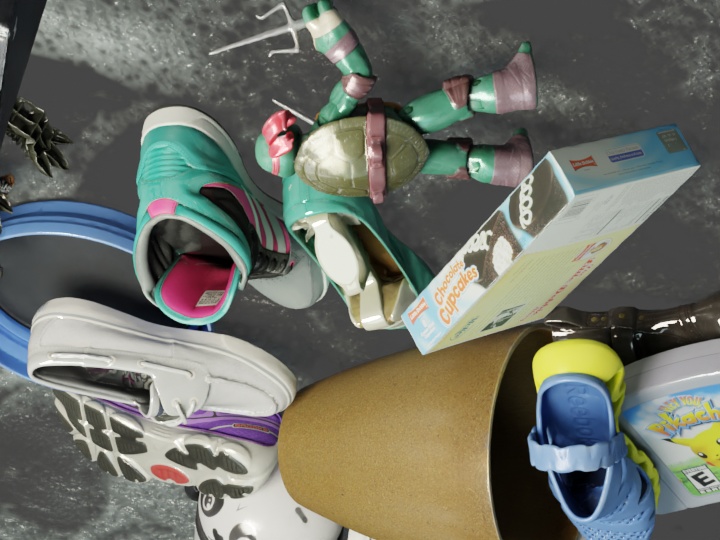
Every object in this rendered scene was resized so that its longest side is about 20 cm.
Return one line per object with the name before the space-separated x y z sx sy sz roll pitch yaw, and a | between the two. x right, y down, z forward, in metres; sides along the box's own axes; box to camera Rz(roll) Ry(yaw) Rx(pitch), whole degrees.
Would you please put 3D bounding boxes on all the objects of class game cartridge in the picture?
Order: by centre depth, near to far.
game cartridge | 0.250 0.106 1.285 0.200 0.041 0.133 -20 123 35

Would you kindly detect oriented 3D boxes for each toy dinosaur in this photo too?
toy dinosaur | -0.283 -0.071 1.222 0.135 0.102 0.200 2 147 31

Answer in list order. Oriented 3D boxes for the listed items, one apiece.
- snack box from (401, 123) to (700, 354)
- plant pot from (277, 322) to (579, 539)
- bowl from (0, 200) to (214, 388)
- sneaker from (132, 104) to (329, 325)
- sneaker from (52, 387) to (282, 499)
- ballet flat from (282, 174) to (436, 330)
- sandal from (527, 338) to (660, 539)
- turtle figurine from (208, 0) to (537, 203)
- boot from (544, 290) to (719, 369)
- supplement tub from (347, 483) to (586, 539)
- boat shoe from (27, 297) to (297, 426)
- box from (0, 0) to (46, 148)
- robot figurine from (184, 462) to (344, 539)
snack box | 0.121 -0.018 1.205 0.116 0.037 0.200 -14 157 -37
plant pot | 0.046 0.135 1.364 0.199 0.187 0.187 -3 142 29
bowl | -0.205 0.022 1.365 0.200 0.039 0.201 5 142 4
sneaker | -0.087 -0.006 1.240 0.083 0.121 0.200 -16 136 28
sneaker | -0.151 0.122 1.459 0.199 0.084 0.081 14 135 19
ballet flat | 0.000 0.000 1.272 0.067 0.071 0.200 -13 138 23
sandal | 0.156 0.140 1.266 0.079 0.087 0.200 -6 136 22
turtle figurine | 0.008 -0.089 1.141 0.199 0.101 0.150 -1 149 -1
boot | 0.240 0.082 1.336 0.174 0.069 0.200 -15 126 25
supplement tub | 0.103 0.227 1.470 0.199 0.145 0.145 4 143 22
boat shoe | -0.145 0.078 1.336 0.199 0.069 0.072 20 141 -15
box | -0.264 -0.185 0.983 0.196 0.201 0.124 13 144 -6
robot figurine | -0.078 0.221 1.519 0.150 0.125 0.200 8 145 -2
